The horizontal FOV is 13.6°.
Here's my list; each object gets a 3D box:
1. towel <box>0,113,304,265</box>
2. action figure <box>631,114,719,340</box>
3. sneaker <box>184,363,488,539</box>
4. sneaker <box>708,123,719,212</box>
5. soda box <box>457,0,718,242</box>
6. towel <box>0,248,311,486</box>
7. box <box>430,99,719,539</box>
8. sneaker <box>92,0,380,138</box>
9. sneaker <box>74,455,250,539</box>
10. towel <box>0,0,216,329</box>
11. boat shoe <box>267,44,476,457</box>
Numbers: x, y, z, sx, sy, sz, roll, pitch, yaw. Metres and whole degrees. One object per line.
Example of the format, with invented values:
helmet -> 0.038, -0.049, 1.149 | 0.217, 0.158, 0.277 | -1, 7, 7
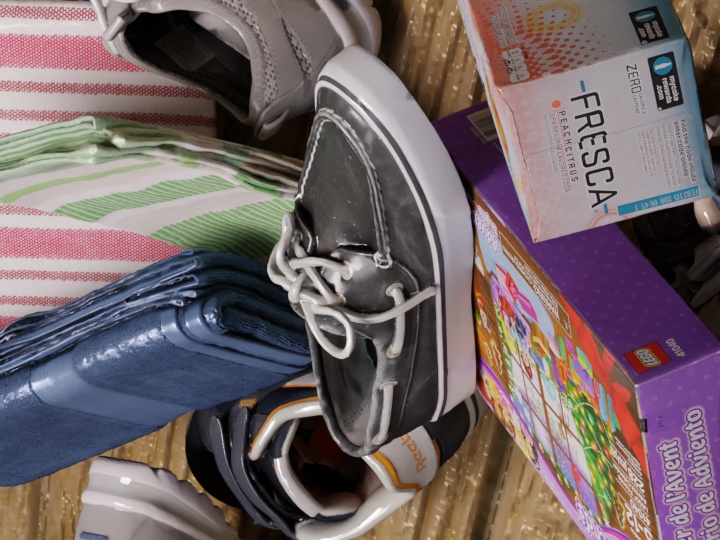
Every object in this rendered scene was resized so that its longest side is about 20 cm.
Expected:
towel -> -0.070, -0.028, 1.270 | 0.152, 0.199, 0.024 | -9, 74, 50
action figure -> 0.124, -0.002, 1.177 | 0.130, 0.069, 0.201 | -116, 7, -59
sneaker -> -0.031, 0.083, 1.403 | 0.079, 0.079, 0.200 | 52, 142, -12
sneaker -> 0.209, -0.024, 1.013 | 0.201, 0.077, 0.147 | -4, 128, 34
soda box -> 0.071, -0.093, 1.068 | 0.068, 0.200, 0.064 | -15, 123, 2
towel -> -0.116, 0.044, 1.371 | 0.199, 0.111, 0.049 | -24, 66, 28
box -> 0.088, 0.039, 1.161 | 0.200, 0.039, 0.137 | -126, 18, -53
sneaker -> -0.090, -0.130, 1.244 | 0.199, 0.082, 0.075 | 32, 139, 12
sneaker -> -0.079, 0.165, 1.475 | 0.074, 0.082, 0.200 | 6, 156, 44
towel -> -0.133, -0.042, 1.369 | 0.145, 0.030, 0.201 | 2, 129, 2
boat shoe -> -0.002, -0.001, 1.199 | 0.074, 0.068, 0.200 | 43, 156, 30
